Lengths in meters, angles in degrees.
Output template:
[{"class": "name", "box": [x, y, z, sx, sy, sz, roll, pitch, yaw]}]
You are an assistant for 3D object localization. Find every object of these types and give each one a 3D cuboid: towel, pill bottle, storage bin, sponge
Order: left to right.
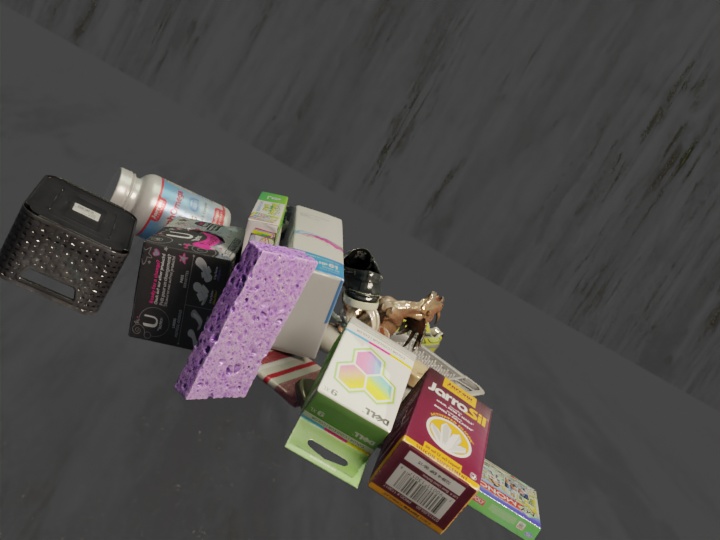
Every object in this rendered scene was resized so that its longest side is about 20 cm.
[{"class": "storage bin", "box": [-0.377, -0.038, 1.071, 0.135, 0.094, 0.200, 27, 12, -18]}, {"class": "pill bottle", "box": [-0.332, -0.096, 1.403, 0.200, 0.109, 0.109, 24, 13, -27]}, {"class": "sponge", "box": [-0.135, 0.062, 0.981, 0.030, 0.200, 0.112, 35, 11, 29]}, {"class": "towel", "box": [-0.137, 0.124, 1.175, 0.200, 0.023, 0.144, 33, 13, 19]}]

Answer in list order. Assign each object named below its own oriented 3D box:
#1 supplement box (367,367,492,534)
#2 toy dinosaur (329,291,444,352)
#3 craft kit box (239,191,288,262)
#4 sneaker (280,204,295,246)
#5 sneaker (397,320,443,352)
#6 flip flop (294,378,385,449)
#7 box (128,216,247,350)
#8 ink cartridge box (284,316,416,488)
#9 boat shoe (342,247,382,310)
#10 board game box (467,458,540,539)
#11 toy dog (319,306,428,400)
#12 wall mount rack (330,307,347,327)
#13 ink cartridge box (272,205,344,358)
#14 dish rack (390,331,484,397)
[{"class": "supplement box", "box": [0.095, 0.224, 1.058, 0.110, 0.086, 0.200, 34, 24, 0]}, {"class": "toy dinosaur", "box": [0.034, 0.092, 1.362, 0.136, 0.200, 0.086, 43, 34, -41]}, {"class": "craft kit box", "box": [-0.142, 0.007, 1.127, 0.048, 0.198, 0.200, 14, 14, -5]}, {"class": "sneaker", "box": [-0.157, -0.032, 1.380, 0.086, 0.200, 0.078, 39, 32, -22]}, {"class": "sneaker", "box": [0.086, 0.107, 1.601, 0.200, 0.076, 0.075, 38, 5, -45]}, {"class": "flip flop", "box": [-0.006, 0.187, 1.108, 0.200, 0.058, 0.081, 28, 27, -30]}, {"class": "box", "box": [-0.222, 0.011, 1.098, 0.115, 0.132, 0.200, 11, 13, -3]}, {"class": "ink cartridge box", "box": [-0.007, 0.160, 1.033, 0.104, 0.059, 0.200, 31, 39, -3]}, {"class": "boat shoe", "box": [-0.002, 0.000, 1.265, 0.074, 0.066, 0.199, 12, 15, -5]}, {"class": "board game box", "box": [0.161, 0.297, 1.174, 0.200, 0.029, 0.135, 32, 10, 4]}, {"class": "toy dog", "box": [0.029, 0.143, 1.276, 0.200, 0.132, 0.096, 54, 22, 7]}, {"class": "wall mount rack", "box": [-0.018, 0.090, 1.523, 0.200, 0.075, 0.174, 44, -15, 46]}, {"class": "ink cartridge box", "box": [-0.084, 0.013, 1.242, 0.085, 0.145, 0.200, 15, 27, -12]}, {"class": "dish rack", "box": [0.107, 0.176, 1.442, 0.200, 0.044, 0.172, 36, 13, 27]}]
